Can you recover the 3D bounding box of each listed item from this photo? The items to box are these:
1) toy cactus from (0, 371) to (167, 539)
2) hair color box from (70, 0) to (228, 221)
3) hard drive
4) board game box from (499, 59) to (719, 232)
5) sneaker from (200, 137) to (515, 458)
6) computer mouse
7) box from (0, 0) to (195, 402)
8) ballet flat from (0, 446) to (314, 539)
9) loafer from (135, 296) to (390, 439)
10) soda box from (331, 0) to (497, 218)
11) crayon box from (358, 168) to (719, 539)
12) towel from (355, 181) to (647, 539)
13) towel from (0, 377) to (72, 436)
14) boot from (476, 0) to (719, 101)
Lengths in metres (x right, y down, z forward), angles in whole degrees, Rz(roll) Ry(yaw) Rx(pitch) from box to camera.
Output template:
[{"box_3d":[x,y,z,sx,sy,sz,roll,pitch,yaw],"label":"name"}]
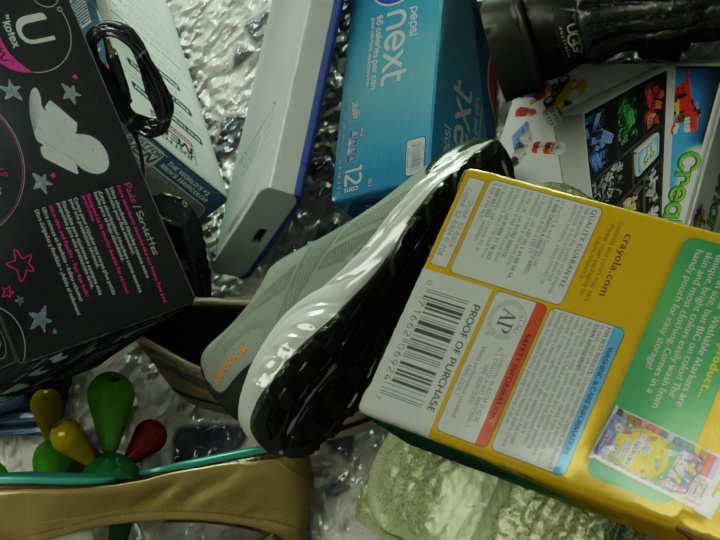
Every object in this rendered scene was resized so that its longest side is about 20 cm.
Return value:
[{"box_3d":[-0.158,0.162,0.997,0.165,0.102,0.200,33,84,24],"label":"toy cactus"},{"box_3d":[-0.153,-0.117,1.124,0.060,0.100,0.200,-36,45,15],"label":"hair color box"},{"box_3d":[-0.041,-0.110,1.045,0.132,0.025,0.201,131,153,-64],"label":"hard drive"},{"box_3d":[0.115,-0.013,0.916,0.126,0.035,0.201,5,69,38],"label":"board game box"},{"box_3d":[0.000,0.000,0.894,0.200,0.074,0.079,-43,44,-17],"label":"sneaker"},{"box_3d":[-0.120,-0.051,1.028,0.058,0.201,0.034,5,32,18],"label":"computer mouse"},{"box_3d":[-0.196,-0.040,0.973,0.132,0.114,0.201,-31,81,53],"label":"box"},{"box_3d":[-0.119,0.128,0.927,0.069,0.199,0.063,152,113,-77],"label":"ballet flat"},{"box_3d":[-0.053,0.046,0.969,0.200,0.063,0.072,1,60,47],"label":"loafer"},{"box_3d":[0.035,-0.117,1.012,0.064,0.068,0.201,-12,58,31],"label":"soda box"},{"box_3d":[0.111,0.041,0.785,0.200,0.052,0.126,18,78,37],"label":"crayon box"},{"box_3d":[0.090,0.062,0.844,0.148,0.036,0.200,26,83,41],"label":"towel"},{"box_3d":[-0.262,0.054,1.149,0.199,0.049,0.112,-8,61,34],"label":"towel"},{"box_3d":[0.140,-0.162,0.949,0.157,0.080,0.211,-17,31,9],"label":"boot"}]
